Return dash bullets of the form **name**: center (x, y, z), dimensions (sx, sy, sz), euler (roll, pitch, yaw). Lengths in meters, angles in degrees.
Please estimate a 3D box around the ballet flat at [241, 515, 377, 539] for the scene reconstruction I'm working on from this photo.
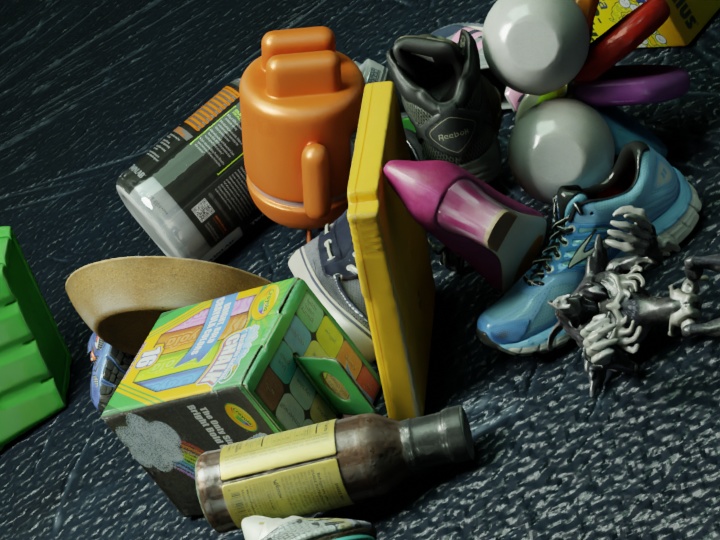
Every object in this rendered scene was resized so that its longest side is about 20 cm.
- **ballet flat**: center (-0.083, 0.213, 1.386), dimensions (0.200, 0.072, 0.072), euler (-33, 26, 9)

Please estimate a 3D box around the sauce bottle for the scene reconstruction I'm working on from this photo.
- **sauce bottle**: center (-0.017, 0.140, 1.415), dimensions (0.198, 0.065, 0.065), euler (-12, 31, 10)

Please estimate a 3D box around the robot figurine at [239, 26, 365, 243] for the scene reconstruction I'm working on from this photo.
- **robot figurine**: center (-0.050, -0.123, 1.776), dimensions (0.143, 0.201, 0.116), euler (31, 49, 33)

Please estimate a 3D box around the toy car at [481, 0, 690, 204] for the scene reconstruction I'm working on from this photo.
- **toy car**: center (0.183, -0.153, 1.551), dimensions (0.149, 0.202, 0.175), euler (-12, 11, 10)

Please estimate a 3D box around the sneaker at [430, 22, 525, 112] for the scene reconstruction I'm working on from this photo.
- **sneaker**: center (0.102, -0.181, 1.811), dimensions (0.082, 0.070, 0.199), euler (-46, 26, -25)

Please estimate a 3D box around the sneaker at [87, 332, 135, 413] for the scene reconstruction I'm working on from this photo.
- **sneaker**: center (-0.213, 0.077, 1.793), dimensions (0.078, 0.075, 0.200), euler (-39, 18, 23)

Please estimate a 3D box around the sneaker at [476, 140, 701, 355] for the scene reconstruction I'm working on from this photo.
- **sneaker**: center (0.156, -0.021, 1.463), dimensions (0.200, 0.090, 0.078), euler (-43, 27, -10)

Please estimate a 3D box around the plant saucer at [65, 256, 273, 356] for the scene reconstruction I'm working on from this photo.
- **plant saucer**: center (-0.152, 0.041, 1.654), dimensions (0.199, 0.200, 0.036), euler (-13, 62, 39)

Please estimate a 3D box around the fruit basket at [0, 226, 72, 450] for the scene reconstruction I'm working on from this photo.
- **fruit basket**: center (-0.395, 0.078, 1.848), dimensions (0.215, 0.216, 0.156), euler (-30, 27, 12)

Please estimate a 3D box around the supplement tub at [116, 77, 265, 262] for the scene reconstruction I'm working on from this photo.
- **supplement tub**: center (-0.128, -0.102, 1.904), dimensions (0.200, 0.123, 0.122), euler (-40, 26, -9)

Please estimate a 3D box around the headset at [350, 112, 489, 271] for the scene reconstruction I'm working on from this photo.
- **headset**: center (0.060, -0.077, 1.681), dimensions (0.122, 0.095, 0.200), euler (-7, 25, -9)

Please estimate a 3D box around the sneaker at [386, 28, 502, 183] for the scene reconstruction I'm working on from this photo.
- **sneaker**: center (0.067, -0.150, 1.538), dimensions (0.076, 0.115, 0.200), euler (-12, 25, 7)

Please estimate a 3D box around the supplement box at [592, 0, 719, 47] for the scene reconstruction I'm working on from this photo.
- **supplement box**: center (0.228, -0.273, 1.763), dimensions (0.110, 0.109, 0.199), euler (-48, 28, -23)

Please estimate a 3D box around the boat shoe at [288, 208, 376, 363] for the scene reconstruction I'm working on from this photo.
- **boat shoe**: center (0.000, 0.000, 1.628), dimensions (0.093, 0.075, 0.200), euler (-46, 25, 6)

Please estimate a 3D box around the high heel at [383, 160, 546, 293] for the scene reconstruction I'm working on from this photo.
- **high heel**: center (0.079, -0.037, 1.478), dimensions (0.068, 0.096, 0.200), euler (-60, -18, 4)

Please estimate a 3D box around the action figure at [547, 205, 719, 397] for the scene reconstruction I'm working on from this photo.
- **action figure**: center (0.193, 0.017, 1.336), dimensions (0.199, 0.102, 0.120), euler (-9, 65, 37)

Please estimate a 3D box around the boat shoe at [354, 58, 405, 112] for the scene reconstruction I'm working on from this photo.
- **boat shoe**: center (0.017, -0.163, 1.890), dimensions (0.200, 0.067, 0.072), euler (171, 120, -81)

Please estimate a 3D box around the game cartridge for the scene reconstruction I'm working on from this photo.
- **game cartridge**: center (0.023, -0.015, 1.499), dimensions (0.032, 0.201, 0.177), euler (-7, 33, 11)

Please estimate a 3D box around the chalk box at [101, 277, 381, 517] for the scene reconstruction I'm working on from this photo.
- **chalk box**: center (-0.074, 0.096, 1.518), dimensions (0.199, 0.125, 0.124), euler (-14, 34, 36)
